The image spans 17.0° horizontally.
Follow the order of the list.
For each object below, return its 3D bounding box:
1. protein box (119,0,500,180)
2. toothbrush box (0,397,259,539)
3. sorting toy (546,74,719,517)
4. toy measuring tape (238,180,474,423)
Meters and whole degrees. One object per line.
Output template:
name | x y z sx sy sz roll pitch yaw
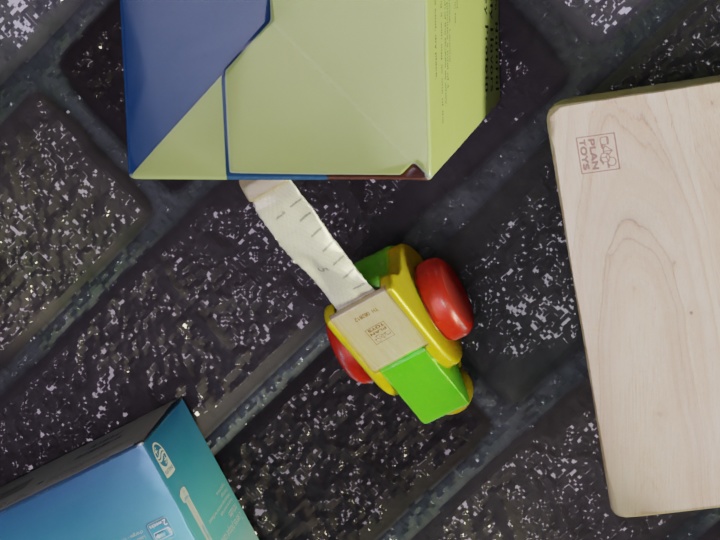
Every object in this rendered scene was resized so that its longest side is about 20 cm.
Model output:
protein box | -0.018 -0.156 1.078 0.134 0.200 0.200 1 104 12
toothbrush box | -0.115 0.191 1.243 0.146 0.085 0.201 -27 96 15
sorting toy | 0.204 0.001 1.138 0.198 0.070 0.201 -8 101 13
toy measuring tape | 0.000 0.000 1.159 0.073 0.074 0.200 -26 130 16
